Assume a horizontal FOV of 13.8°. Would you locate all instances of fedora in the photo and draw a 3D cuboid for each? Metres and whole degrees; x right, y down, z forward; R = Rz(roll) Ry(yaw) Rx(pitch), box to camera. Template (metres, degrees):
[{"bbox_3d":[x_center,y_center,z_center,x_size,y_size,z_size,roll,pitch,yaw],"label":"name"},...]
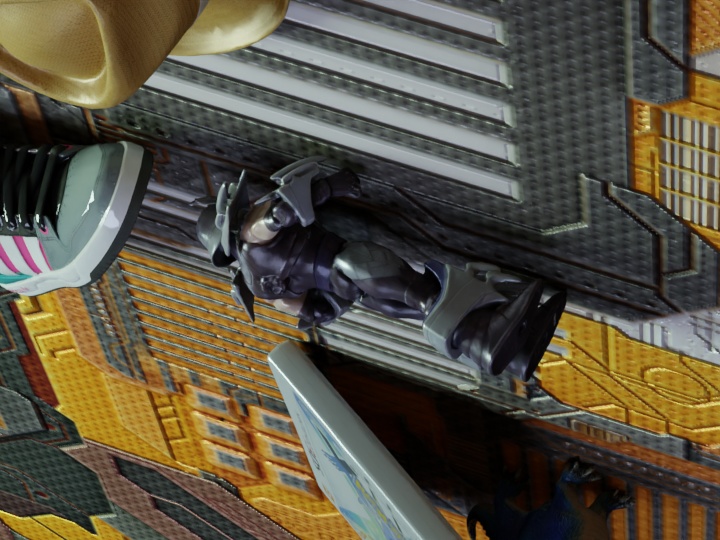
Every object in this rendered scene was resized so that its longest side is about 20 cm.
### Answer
[{"bbox_3d":[-0.129,-0.131,1.343,0.200,0.082,0.201,19,156,9],"label":"fedora"}]

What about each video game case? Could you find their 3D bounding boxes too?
[{"bbox_3d":[0.023,0.152,1.747,0.200,0.022,0.183,48,168,28],"label":"video game case"}]

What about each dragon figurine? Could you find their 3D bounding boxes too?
[{"bbox_3d":[0.099,0.169,1.737,0.059,0.100,0.200,38,153,-29],"label":"dragon figurine"}]

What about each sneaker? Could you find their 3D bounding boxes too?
[{"bbox_3d":[-0.196,-0.046,1.593,0.120,0.084,0.200,23,160,-22],"label":"sneaker"}]

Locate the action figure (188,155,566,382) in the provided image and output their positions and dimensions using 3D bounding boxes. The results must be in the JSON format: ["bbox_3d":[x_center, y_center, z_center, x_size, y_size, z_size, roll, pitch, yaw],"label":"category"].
[{"bbox_3d":[0.000,0.000,1.524,0.199,0.070,0.130,20,164,17],"label":"action figure"}]
